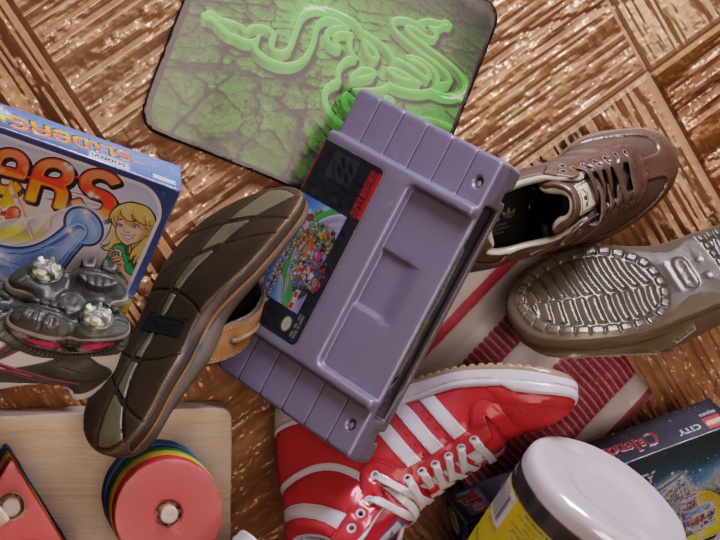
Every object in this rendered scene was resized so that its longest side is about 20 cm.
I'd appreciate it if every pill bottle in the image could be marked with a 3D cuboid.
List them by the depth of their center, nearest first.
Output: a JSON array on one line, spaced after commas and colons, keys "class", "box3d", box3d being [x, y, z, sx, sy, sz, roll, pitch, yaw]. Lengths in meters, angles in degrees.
[{"class": "pill bottle", "box3d": [0.103, 0.213, 1.129, 0.114, 0.115, 0.201, 24, 111, -18]}]

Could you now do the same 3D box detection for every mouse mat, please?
[{"class": "mouse mat", "box3d": [-0.023, -0.131, 1.161, 0.199, 0.008, 0.162, 21, 92, -19]}]

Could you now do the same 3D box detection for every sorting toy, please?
[{"class": "sorting toy", "box3d": [-0.174, 0.189, 1.134, 0.198, 0.070, 0.201, -1, 99, -16]}]

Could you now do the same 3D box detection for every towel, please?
[{"class": "towel", "box3d": [0.089, 0.062, 1.217, 0.144, 0.023, 0.200, -45, 109, -8]}]

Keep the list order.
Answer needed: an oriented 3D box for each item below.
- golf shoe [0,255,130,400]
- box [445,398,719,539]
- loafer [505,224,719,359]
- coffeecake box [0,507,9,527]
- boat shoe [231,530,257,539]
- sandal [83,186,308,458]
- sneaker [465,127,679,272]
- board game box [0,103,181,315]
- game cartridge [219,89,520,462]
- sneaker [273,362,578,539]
[{"class": "golf shoe", "box3d": [-0.233, 0.030, 1.051, 0.198, 0.078, 0.088, 14, 133, -8]}, {"class": "box", "box3d": [0.163, 0.182, 1.231, 0.199, 0.038, 0.138, -18, 118, -13]}, {"class": "loafer", "box3d": [0.186, 0.024, 1.203, 0.198, 0.076, 0.068, -10, 145, -18]}, {"class": "coffeecake box", "box3d": [-0.325, 0.140, 1.035, 0.200, 0.154, 0.073, -39, 145, -7]}, {"class": "boat shoe", "box3d": [-0.028, 0.216, 1.155, 0.200, 0.072, 0.066, 36, 86, -41]}, {"class": "sandal", "box3d": [-0.094, 0.035, 1.122, 0.055, 0.081, 0.201, 43, 68, -38]}, {"class": "sneaker", "box3d": [0.136, -0.041, 1.172, 0.199, 0.075, 0.071, -21, 101, -23]}, {"class": "board game box", "box3d": [-0.222, -0.032, 1.079, 0.199, 0.035, 0.136, 18, 116, -18]}, {"class": "game cartridge", "box3d": [0.000, 0.000, 1.126, 0.038, 0.129, 0.201, 21, 97, -58]}, {"class": "sneaker", "box3d": [0.041, 0.125, 1.131, 0.198, 0.071, 0.113, -11, 62, 19]}]
